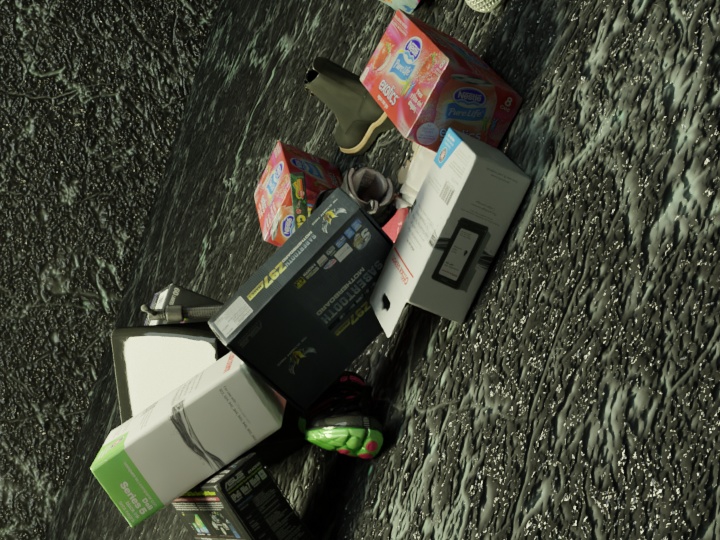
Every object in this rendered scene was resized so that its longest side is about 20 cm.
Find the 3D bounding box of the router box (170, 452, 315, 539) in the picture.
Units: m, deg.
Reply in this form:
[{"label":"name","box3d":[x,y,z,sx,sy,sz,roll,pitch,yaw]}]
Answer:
[{"label":"router box","box3d":[-0.131,0.282,1.562,0.062,0.151,0.200,-37,8,-26]}]

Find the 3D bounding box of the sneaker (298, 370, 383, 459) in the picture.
[{"label":"sneaker","box3d":[-0.022,0.151,1.536,0.200,0.076,0.085,-166,93,-72]}]

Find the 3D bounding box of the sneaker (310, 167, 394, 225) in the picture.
[{"label":"sneaker","box3d":[-0.006,-0.082,1.755,0.201,0.075,0.115,-111,37,-61]}]

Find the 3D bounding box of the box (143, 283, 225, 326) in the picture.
[{"label":"box","box3d":[-0.197,0.113,1.919,0.106,0.198,0.124,-21,49,68]}]

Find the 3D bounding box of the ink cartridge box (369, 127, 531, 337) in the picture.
[{"label":"ink cartridge box","box3d":[0.086,-0.028,1.420,0.202,0.067,0.116,-64,17,13]}]

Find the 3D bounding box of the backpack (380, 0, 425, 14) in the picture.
[{"label":"backpack","box3d":[0.063,-0.451,1.897,0.201,0.149,0.179,123,159,-48]}]

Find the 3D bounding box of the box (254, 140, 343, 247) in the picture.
[{"label":"box","box3d":[-0.082,-0.098,1.992,0.096,0.099,0.200,-64,17,16]}]

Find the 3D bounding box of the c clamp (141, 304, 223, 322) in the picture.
[{"label":"c clamp","box3d":[-0.171,0.053,1.783,0.171,0.197,0.027,142,126,-84]}]

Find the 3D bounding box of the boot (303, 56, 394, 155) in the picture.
[{"label":"boot","box3d":[-0.030,-0.231,1.918,0.200,0.137,0.078,-36,35,62]}]

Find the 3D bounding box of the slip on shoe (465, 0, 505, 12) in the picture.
[{"label":"slip on shoe","box3d":[0.175,-0.388,1.608,0.061,0.074,0.202,-25,-40,-61]}]

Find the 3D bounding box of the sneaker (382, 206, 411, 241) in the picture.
[{"label":"sneaker","box3d":[0.000,0.000,1.626,0.074,0.086,0.201,-89,25,-48]}]

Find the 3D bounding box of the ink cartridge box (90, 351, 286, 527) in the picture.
[{"label":"ink cartridge box","box3d":[-0.183,0.175,1.552,0.199,0.084,0.146,-34,8,5]}]

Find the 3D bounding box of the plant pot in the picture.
[{"label":"plant pot","box3d":[-0.166,0.153,1.741,0.176,0.198,0.202,-14,81,46]}]

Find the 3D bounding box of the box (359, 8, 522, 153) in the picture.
[{"label":"box","box3d":[0.084,-0.197,1.537,0.095,0.102,0.200,-59,25,16]}]

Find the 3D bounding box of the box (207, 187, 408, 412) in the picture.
[{"label":"box","box3d":[-0.042,0.034,1.491,0.200,0.158,0.051,-45,47,-2]}]

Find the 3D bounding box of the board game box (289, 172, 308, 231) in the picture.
[{"label":"board game box","box3d":[-0.070,-0.013,1.808,0.105,0.023,0.203,83,-179,-75]}]

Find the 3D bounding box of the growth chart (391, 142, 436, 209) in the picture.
[{"label":"growth chart","box3d":[0.089,-0.151,1.653,0.202,0.018,0.145,-65,16,15]}]
